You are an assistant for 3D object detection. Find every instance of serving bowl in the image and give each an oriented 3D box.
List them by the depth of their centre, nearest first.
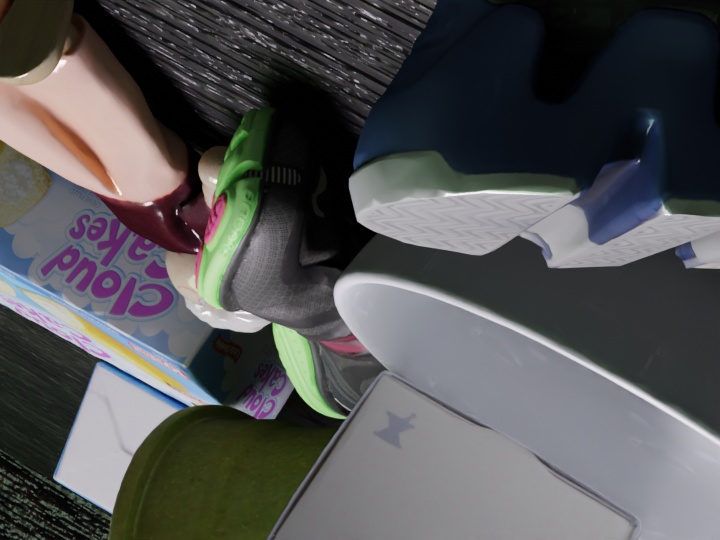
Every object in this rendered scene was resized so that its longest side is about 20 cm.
[{"bbox_3d":[0.092,0.031,0.752,0.200,0.066,0.200,30,168,7],"label":"serving bowl"}]

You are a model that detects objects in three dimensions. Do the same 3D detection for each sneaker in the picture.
[{"bbox_3d":[0.100,-0.056,0.356,0.199,0.116,0.081,4,176,-13],"label":"sneaker"},{"bbox_3d":[0.000,0.000,0.884,0.083,0.077,0.200,8,163,21],"label":"sneaker"}]

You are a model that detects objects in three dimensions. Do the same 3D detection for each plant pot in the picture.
[{"bbox_3d":[0.024,0.140,1.033,0.184,0.201,0.200,-13,145,26],"label":"plant pot"}]

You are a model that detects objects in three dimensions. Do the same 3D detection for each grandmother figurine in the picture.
[{"bbox_3d":[-0.088,-0.039,0.945,0.121,0.061,0.200,33,169,43],"label":"grandmother figurine"}]

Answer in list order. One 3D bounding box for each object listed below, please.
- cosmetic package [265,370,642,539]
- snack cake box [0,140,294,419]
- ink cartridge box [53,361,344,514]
[{"bbox_3d":[0.012,0.136,0.848,0.103,0.087,0.200,30,146,10],"label":"cosmetic package"},{"bbox_3d":[-0.125,-0.006,1.147,0.200,0.067,0.115,27,166,23],"label":"snack cake box"},{"bbox_3d":[-0.048,0.094,1.257,0.116,0.067,0.200,27,-167,24],"label":"ink cartridge box"}]
